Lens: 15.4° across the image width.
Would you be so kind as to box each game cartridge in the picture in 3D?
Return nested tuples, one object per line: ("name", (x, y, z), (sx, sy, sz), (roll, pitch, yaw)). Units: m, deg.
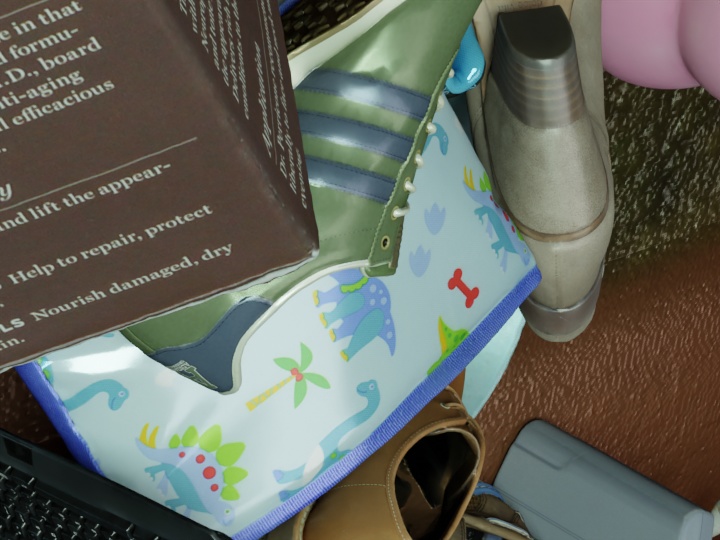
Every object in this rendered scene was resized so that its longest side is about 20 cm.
("game cartridge", (0.097, 0.192, 1.359), (0.041, 0.133, 0.200), (18, 98, -54))

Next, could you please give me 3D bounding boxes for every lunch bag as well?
("lunch bag", (-0.053, -0.004, 1.021), (0.200, 0.127, 0.170), (-46, 116, -34))

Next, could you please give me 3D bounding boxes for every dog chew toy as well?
("dog chew toy", (0.179, -0.127, 1.198), (0.124, 0.200, 0.125), (-28, 131, -37))

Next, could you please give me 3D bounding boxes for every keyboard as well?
("keyboard", (-0.117, 0.104, 0.986), (0.040, 0.200, 0.104), (-50, 142, -25))

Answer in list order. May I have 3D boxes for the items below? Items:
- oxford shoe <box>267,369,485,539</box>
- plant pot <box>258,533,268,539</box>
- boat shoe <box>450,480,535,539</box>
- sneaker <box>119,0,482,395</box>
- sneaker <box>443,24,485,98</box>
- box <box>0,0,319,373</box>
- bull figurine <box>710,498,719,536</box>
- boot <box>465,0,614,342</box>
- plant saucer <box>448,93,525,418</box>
("oxford shoe", (0.024, 0.070, 1.082), (0.071, 0.071, 0.200), (51, 29, -21))
("plant pot", (-0.047, 0.154, 1.127), (0.200, 0.200, 0.135), (37, 69, -53))
("boat shoe", (0.018, 0.137, 1.279), (0.200, 0.072, 0.072), (-9, 119, -48))
("sneaker", (-0.011, -0.039, 0.944), (0.200, 0.067, 0.090), (-42, 109, -15))
("sneaker", (0.018, -0.165, 1.067), (0.073, 0.082, 0.201), (-22, 117, -35))
("box", (-0.129, -0.092, 0.829), (0.164, 0.166, 0.200), (-19, 140, 11))
("bull figurine", (0.175, 0.201, 1.505), (0.121, 0.065, 0.200), (-32, 145, -2))
("boot", (0.073, -0.073, 1.148), (0.200, 0.070, 0.147), (-88, 174, -51))
("plant saucer", (0.000, 0.000, 1.186), (0.201, 0.039, 0.202), (-19, 118, -41))
